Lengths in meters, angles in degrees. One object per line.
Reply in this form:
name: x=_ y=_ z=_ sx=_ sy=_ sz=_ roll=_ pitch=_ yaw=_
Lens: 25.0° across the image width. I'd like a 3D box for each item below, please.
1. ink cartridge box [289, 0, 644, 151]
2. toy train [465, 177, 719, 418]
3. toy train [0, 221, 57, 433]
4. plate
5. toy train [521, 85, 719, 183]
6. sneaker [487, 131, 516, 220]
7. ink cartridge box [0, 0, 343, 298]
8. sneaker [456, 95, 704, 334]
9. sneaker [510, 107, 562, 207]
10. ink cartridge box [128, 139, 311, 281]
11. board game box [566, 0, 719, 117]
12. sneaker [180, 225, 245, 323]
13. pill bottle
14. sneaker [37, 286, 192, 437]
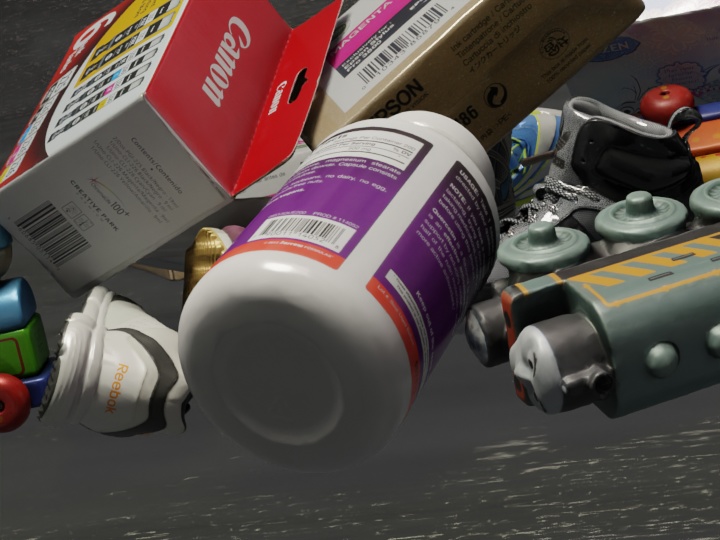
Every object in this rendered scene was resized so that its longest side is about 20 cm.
ink cartridge box: x=0.050 y=-0.133 z=0.984 sx=0.200 sy=0.075 sz=0.165 roll=-42 pitch=24 yaw=2
toy train: x=0.151 y=0.013 z=0.766 sx=0.198 sy=0.086 sz=0.114 roll=-15 pitch=22 yaw=-13
toy train: x=-0.283 y=0.043 z=0.952 sx=0.198 sy=0.117 sz=0.085 roll=-11 pitch=11 yaw=3
plate: x=-0.064 y=-0.015 z=1.078 sx=0.198 sy=0.033 sz=0.199 roll=-3 pitch=-9 yaw=40
toy train: x=0.198 y=-0.057 z=1.027 sx=0.198 sy=0.085 sz=0.116 roll=-10 pitch=28 yaw=14
sneaker: x=0.065 y=-0.046 z=1.053 sx=0.077 sy=0.087 sz=0.200 roll=-17 pitch=24 yaw=22
ink cartridge box: x=-0.112 y=-0.106 z=0.975 sx=0.175 sy=0.084 sz=0.201 roll=-29 pitch=27 yaw=26
sneaker: x=0.105 y=-0.035 z=0.919 sx=0.198 sy=0.115 sz=0.076 roll=-11 pitch=20 yaw=-3
sneaker: x=0.085 y=-0.057 z=1.194 sx=0.198 sy=0.076 sz=0.105 roll=-21 pitch=25 yaw=-6
ink cartridge box: x=-0.098 y=-0.058 z=1.341 sx=0.199 sy=0.076 sz=0.164 roll=-17 pitch=12 yaw=-24
board game box: x=0.246 y=-0.130 z=1.100 sx=0.198 sy=0.044 sz=0.199 roll=-8 pitch=-32 yaw=20
sneaker: x=-0.051 y=0.014 z=0.920 sx=0.089 sy=0.076 sz=0.200 roll=3 pitch=1 yaw=-12
pill bottle: x=0.000 y=0.000 z=0.791 sx=0.112 sy=0.113 sz=0.200 roll=-5 pitch=27 yaw=28
sneaker: x=-0.127 y=0.058 z=0.892 sx=0.079 sy=0.074 sz=0.200 roll=15 pitch=5 yaw=-7
